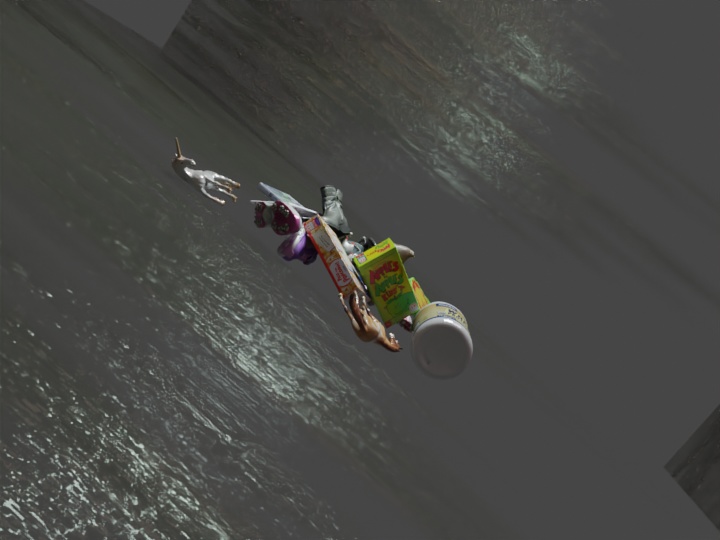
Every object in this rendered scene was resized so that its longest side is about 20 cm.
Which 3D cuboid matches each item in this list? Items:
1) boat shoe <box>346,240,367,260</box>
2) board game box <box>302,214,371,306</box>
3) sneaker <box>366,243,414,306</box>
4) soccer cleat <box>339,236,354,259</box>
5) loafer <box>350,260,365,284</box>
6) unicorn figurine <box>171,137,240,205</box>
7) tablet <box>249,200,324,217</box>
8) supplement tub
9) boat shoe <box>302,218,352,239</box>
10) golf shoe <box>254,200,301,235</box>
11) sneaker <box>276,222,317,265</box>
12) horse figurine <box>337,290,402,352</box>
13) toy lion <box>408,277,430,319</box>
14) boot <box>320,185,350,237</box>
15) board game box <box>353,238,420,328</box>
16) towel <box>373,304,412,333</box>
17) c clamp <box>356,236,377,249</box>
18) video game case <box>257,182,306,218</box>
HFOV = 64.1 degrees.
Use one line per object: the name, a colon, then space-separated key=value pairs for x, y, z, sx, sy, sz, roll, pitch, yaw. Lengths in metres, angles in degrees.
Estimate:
boat shoe: x=-0.003 y=-0.029 z=1.779 sx=0.201 sy=0.073 sz=0.061 roll=51 pitch=11 yaw=33
board game box: x=-0.052 y=-0.018 z=1.360 sx=0.203 sy=0.046 sz=0.152 roll=61 pitch=5 yaw=18
sneaker: x=0.075 y=0.021 z=1.471 sx=0.073 sy=0.202 sz=0.072 roll=10 pitch=42 yaw=-17
soccer cleat: x=-0.062 y=-0.043 z=1.652 sx=0.069 sy=0.078 sz=0.200 roll=40 pitch=-11 yaw=2
loafer: x=0.000 y=0.000 z=1.512 sx=0.071 sy=0.064 sz=0.199 roll=28 pitch=-6 yaw=-20
unicorn figurine: x=-0.349 y=-0.205 z=1.300 sx=0.135 sy=0.075 sz=0.200 roll=29 pitch=-5 yaw=0
tablet: x=-0.185 y=-0.157 z=1.500 sx=0.127 sy=0.014 sz=0.199 roll=7 pitch=-2 yaw=25
supplement tub: x=0.191 y=0.160 z=1.379 sx=0.143 sy=0.146 sz=0.200 roll=37 pitch=13 yaw=-3
boat shoe: x=-0.102 y=-0.115 z=1.607 sx=0.198 sy=0.073 sz=0.065 roll=-3 pitch=72 yaw=-43
golf shoe: x=-0.176 y=-0.124 z=1.344 sx=0.090 sy=0.078 sz=0.198 roll=3 pitch=11 yaw=-35
sneaker: x=-0.138 y=-0.052 z=1.368 sx=0.089 sy=0.080 sz=0.200 roll=54 pitch=10 yaw=-9
horse figurine: x=0.015 y=0.110 z=1.219 sx=0.135 sy=0.049 sz=0.200 roll=62 pitch=10 yaw=24
toy lion: x=0.173 y=0.115 z=1.570 sx=0.196 sy=0.067 sz=0.199 roll=68 pitch=15 yaw=10
boot: x=-0.089 y=-0.159 z=1.504 sx=0.199 sy=0.066 sz=0.134 roll=3 pitch=73 yaw=-72
board game box: x=0.066 y=0.034 z=1.399 sx=0.203 sy=0.100 sz=0.048 roll=65 pitch=-5 yaw=-34
towel: x=0.074 y=0.094 z=1.625 sx=0.198 sy=0.030 sz=0.147 roll=38 pitch=10 yaw=-7
c clamp: x=0.049 y=-0.023 z=1.821 sx=0.171 sy=0.026 sz=0.204 roll=126 pitch=-58 yaw=-71
video game case: x=-0.199 y=-0.188 z=1.727 sx=0.180 sy=0.024 sz=0.199 roll=39 pitch=8 yaw=17
